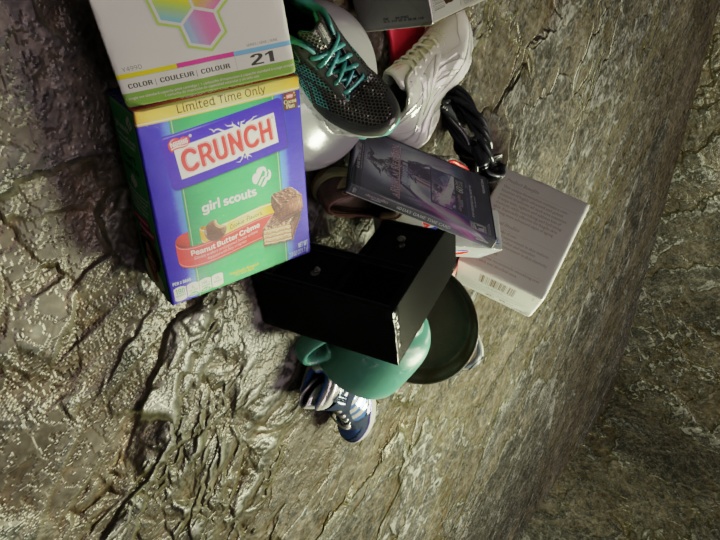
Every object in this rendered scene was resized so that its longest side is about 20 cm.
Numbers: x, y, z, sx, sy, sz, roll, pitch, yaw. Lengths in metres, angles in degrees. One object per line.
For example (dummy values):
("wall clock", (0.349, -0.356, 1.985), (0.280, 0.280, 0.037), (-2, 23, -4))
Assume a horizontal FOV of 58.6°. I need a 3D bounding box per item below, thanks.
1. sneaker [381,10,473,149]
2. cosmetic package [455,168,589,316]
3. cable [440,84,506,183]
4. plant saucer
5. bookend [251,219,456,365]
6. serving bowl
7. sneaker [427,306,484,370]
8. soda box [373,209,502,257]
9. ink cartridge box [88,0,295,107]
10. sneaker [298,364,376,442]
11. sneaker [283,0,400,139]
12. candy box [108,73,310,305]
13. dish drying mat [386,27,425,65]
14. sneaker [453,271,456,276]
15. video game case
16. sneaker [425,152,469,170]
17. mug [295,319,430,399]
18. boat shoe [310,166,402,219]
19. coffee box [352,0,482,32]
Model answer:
("sneaker", (0.079, -0.263, 0.851), (0.099, 0.078, 0.200), (13, 103, -48))
("cosmetic package", (0.296, -0.048, 1.202), (0.200, 0.167, 0.166), (-61, 167, -9))
("cable", (0.152, -0.207, 0.963), (0.051, 0.200, 0.163), (-31, 103, 6))
("plant saucer", (0.089, 0.079, 1.003), (0.032, 0.200, 0.201), (-28, 133, -65))
("bookend", (0.000, 0.000, 0.847), (0.200, 0.198, 0.092), (-52, 146, -40))
("serving bowl", (-0.042, -0.207, 0.745), (0.200, 0.066, 0.201), (-32, 134, -41))
("sneaker", (0.118, 0.080, 1.043), (0.078, 0.200, 0.086), (-44, 152, 4))
("soda box", (0.120, -0.062, 0.983), (0.200, 0.063, 0.068), (2, 77, -29))
("ink cartridge box", (-0.144, -0.248, 0.500), (0.147, 0.076, 0.200), (-15, 131, -8))
("sneaker", (-0.046, 0.202, 0.998), (0.146, 0.081, 0.201), (-14, 125, -42))
("sneaker", (-0.039, -0.207, 0.627), (0.078, 0.200, 0.091), (-51, -173, -5))
("candy box", (-0.140, -0.090, 0.641), (0.169, 0.077, 0.200), (-24, 128, -31))
("dish drying mat", (0.075, -0.273, 0.915), (0.077, 0.018, 0.200), (-45, 142, -29))
("sneaker", (0.117, -0.036, 1.100), (0.200, 0.074, 0.087), (40, 61, -59))
("video game case", (0.079, -0.111, 0.829), (0.143, 0.200, 0.019), (-85, -160, -49))
("sneaker", (0.125, -0.125, 0.993), (0.201, 0.108, 0.067), (33, 76, -57))
("mug", (0.017, 0.096, 0.906), (0.114, 0.152, 0.185), (-54, 174, 36))
("boat shoe", (0.036, -0.093, 0.851), (0.200, 0.072, 0.072), (2, 128, -28))
("coffee box", (0.093, -0.363, 0.787), (0.200, 0.113, 0.080), (-39, 126, -37))
